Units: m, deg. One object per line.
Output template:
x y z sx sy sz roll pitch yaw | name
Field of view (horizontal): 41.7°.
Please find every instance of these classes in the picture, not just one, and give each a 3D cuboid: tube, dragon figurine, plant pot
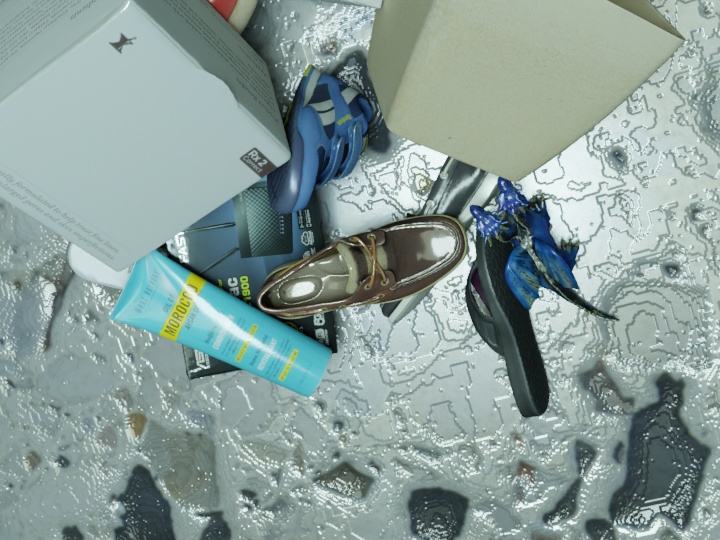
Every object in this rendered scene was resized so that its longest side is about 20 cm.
-0.125 0.053 0.875 0.200 0.050 0.078 26 95 -9 | tube
0.167 -0.005 0.873 0.059 0.099 0.200 -26 107 26 | dragon figurine
0.110 -0.197 0.799 0.199 0.200 0.177 18 123 -22 | plant pot

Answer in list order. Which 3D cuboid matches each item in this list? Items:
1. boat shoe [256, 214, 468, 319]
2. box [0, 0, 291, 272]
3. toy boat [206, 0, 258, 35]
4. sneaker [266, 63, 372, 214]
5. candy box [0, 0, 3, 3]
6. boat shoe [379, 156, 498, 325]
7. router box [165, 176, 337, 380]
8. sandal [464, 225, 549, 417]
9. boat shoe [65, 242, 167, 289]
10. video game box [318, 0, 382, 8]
0.000 0.000 0.853 0.199 0.072 0.072 -15 90 9 | boat shoe
-0.197 -0.135 0.770 0.200 0.199 0.131 -31 49 16 | box
-0.178 -0.287 0.851 0.131 0.130 0.200 -47 62 34 | toy boat
-0.033 -0.117 0.860 0.082 0.200 0.074 25 130 -11 | sneaker
-0.317 -0.267 0.879 0.071 0.168 0.200 -26 85 -23 | candy box
0.070 -0.040 0.908 0.060 0.074 0.200 35 107 10 | boat shoe
-0.111 -0.005 0.924 0.149 0.062 0.201 -10 98 -10 | router box
0.133 0.048 0.913 0.048 0.075 0.201 -12 97 29 | sandal
-0.200 0.006 0.969 0.199 0.057 0.069 23 91 -12 | boat shoe
-0.046 -0.338 0.848 0.200 0.047 0.183 22 102 40 | video game box
